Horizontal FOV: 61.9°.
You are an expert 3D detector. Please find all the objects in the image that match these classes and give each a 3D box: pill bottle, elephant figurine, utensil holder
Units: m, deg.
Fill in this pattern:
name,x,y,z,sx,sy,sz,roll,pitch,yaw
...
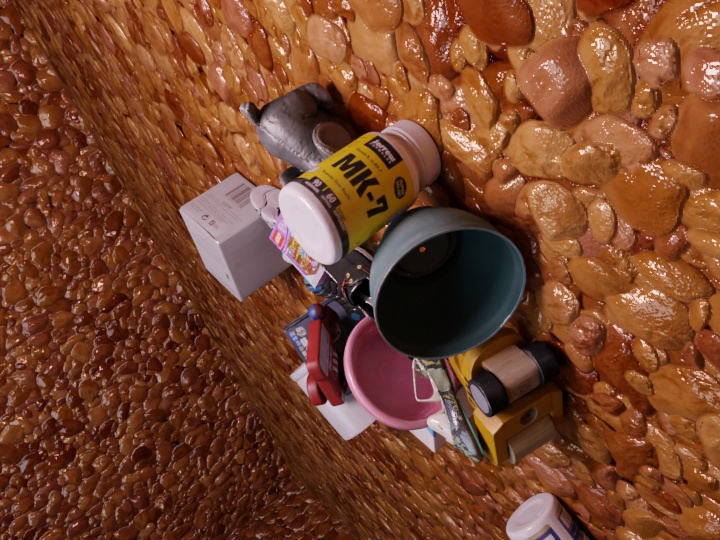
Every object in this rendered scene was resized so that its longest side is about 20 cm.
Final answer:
name,x,y,z,sx,sy,sz,roll,pitch,yaw
pill bottle,0.361,0.510,1.064,0.201,0.111,0.111,51,156,6
elephant figurine,-0.053,-0.164,0.874,0.201,0.154,0.142,56,168,16
pill bottle,0.003,-0.107,0.778,0.114,0.199,0.115,41,155,25
utensil holder,-0.042,0.273,1.424,0.201,0.170,0.170,52,156,1

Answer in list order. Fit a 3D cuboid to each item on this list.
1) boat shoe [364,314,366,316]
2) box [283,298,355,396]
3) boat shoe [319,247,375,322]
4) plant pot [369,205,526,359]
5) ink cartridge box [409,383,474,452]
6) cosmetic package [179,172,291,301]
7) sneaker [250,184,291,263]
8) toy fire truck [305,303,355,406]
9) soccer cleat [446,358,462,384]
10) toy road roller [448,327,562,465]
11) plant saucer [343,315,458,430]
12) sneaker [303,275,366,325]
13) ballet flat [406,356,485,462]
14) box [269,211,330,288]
name,x,y,z,sx,sy,sz,roll,pitch,yaw
boat shoe,0.000,0.000,1.113,0.072,0.072,0.201,-36,88,42
box,-0.048,0.164,1.299,0.201,0.157,0.051,58,-177,-10
boat shoe,0.001,0.020,0.979,0.201,0.063,0.074,37,131,25
plant pot,0.097,-0.002,0.794,0.135,0.198,0.202,-115,5,-53
ink cartridge box,0.103,0.202,1.107,0.199,0.125,0.129,36,151,35
cosmetic package,-0.281,-0.077,1.392,0.167,0.166,0.201,36,152,33
sneaker,-0.159,-0.086,1.265,0.200,0.075,0.115,41,151,19
toy fire truck,-0.058,0.153,1.156,0.201,0.111,0.169,-89,-18,-46
soccer cleat,0.162,0.119,0.961,0.201,0.068,0.085,52,161,16
toy road roller,0.207,0.170,0.890,0.146,0.122,0.201,47,160,52
plant saucer,0.062,0.164,0.979,0.201,0.200,0.051,49,143,10
sneaker,-0.014,0.043,1.190,0.199,0.082,0.073,39,132,-7
ballet flat,0.123,0.202,0.917,0.074,0.073,0.202,102,152,-60
box,-0.076,-0.085,1.062,0.137,0.039,0.201,46,131,16
